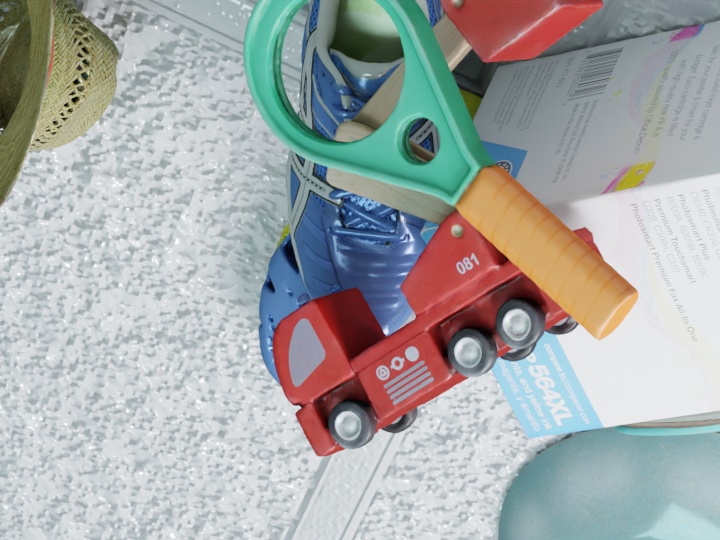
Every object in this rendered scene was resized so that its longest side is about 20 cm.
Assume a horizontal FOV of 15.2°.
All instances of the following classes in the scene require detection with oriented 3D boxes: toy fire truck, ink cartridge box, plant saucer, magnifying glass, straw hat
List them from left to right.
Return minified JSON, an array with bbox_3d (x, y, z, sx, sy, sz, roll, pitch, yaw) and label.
[{"bbox_3d":[-0.162,-0.096,1.261,0.085,0.202,0.201,8,146,-38],"label":"straw hat"},{"bbox_3d":[0.031,-0.025,1.110,0.200,0.049,0.141,-32,81,27],"label":"toy fire truck"},{"bbox_3d":[0.030,-0.047,1.068,0.200,0.022,0.080,43,113,18],"label":"magnifying glass"},{"bbox_3d":[0.163,0.166,1.386,0.200,0.039,0.201,12,131,14],"label":"plant saucer"},{"bbox_3d":[0.153,-0.023,1.169,0.199,0.129,0.125,-9,123,29],"label":"ink cartridge box"}]

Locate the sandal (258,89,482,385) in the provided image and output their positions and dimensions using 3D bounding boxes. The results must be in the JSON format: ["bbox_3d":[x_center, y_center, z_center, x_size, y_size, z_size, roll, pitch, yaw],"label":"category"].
[{"bbox_3d":[0.000,0.000,1.282,0.079,0.087,0.200,27,135,-4],"label":"sandal"}]

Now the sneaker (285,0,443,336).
[{"bbox_3d":[0.000,-0.063,1.171,0.075,0.077,0.201,-1,94,7],"label":"sneaker"}]

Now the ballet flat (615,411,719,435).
[{"bbox_3d":[0.210,0.042,1.258,0.199,0.067,0.064,-2,100,23],"label":"ballet flat"}]
